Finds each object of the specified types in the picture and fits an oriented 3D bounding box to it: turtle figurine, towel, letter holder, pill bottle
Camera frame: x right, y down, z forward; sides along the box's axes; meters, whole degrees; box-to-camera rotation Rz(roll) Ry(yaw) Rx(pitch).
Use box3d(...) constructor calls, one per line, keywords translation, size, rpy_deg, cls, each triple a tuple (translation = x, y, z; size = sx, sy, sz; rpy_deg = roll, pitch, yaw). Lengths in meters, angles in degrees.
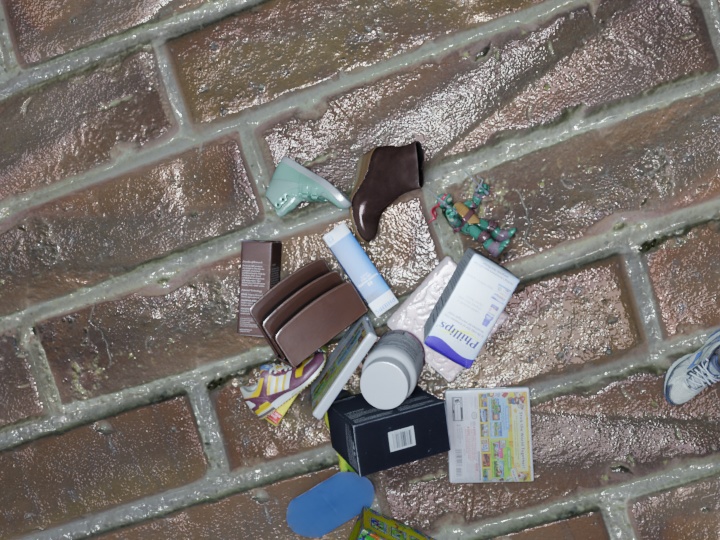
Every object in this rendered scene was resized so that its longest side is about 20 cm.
box3d(translation=(0.226, -0.118, 1.488), size=(0.199, 0.101, 0.150), rpy_deg=(39, 55, 2), cls="turtle figurine")
box3d(translation=(0.188, 0.104, 1.531), size=(0.191, 0.032, 0.200), rpy_deg=(43, 97, 2), cls="towel")
box3d(translation=(-0.110, 0.079, 1.476), size=(0.199, 0.100, 0.143), rpy_deg=(-36, 106, -18), cls="letter holder")
box3d(translation=(0.065, 0.199, 1.442), size=(0.112, 0.200, 0.115), rpy_deg=(3, 102, 13), cls="pill bottle")

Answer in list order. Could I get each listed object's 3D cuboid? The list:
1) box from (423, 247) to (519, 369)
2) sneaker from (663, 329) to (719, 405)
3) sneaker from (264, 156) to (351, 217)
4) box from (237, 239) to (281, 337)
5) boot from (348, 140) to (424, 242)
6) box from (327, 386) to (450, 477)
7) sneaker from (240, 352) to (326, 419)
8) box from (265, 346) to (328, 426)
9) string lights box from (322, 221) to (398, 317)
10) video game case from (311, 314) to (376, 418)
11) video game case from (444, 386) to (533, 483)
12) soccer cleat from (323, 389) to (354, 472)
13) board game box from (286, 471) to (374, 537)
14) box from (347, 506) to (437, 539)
box3d(translation=(0.215, 0.070, 1.419), size=(0.104, 0.184, 0.202), rpy_deg=(30, 97, 2), cls="box")
box3d(translation=(0.700, 0.197, 1.451), size=(0.077, 0.085, 0.200), rpy_deg=(42, 97, 3), cls="sneaker")
box3d(translation=(-0.115, -0.149, 1.519), size=(0.199, 0.074, 0.119), rpy_deg=(32, 92, 26), cls="sneaker")
box3d(translation=(-0.217, 0.036, 1.540), size=(0.074, 0.100, 0.203), rpy_deg=(5, 93, 6), cls="box")
box3d(translation=(0.057, -0.162, 1.479), size=(0.165, 0.072, 0.203), rpy_deg=(-2, 85, 43), cls="boot")
box3d(translation=(0.053, 0.314, 1.444), size=(0.197, 0.182, 0.106), rpy_deg=(-11, 99, -18), cls="box")
box3d(translation=(-0.164, 0.223, 1.504), size=(0.199, 0.075, 0.090), rpy_deg=(-40, 93, 5), cls="sneaker")
box3d(translation=(-0.154, 0.236, 1.566), size=(0.075, 0.050, 0.201), rpy_deg=(35, 96, 3), cls="box")
box3d(translation=(0.000, 0.000, 1.511), size=(0.059, 0.103, 0.201), rpy_deg=(-35, 89, 0), cls="string lights box")
box3d(translation=(-0.038, 0.191, 1.478), size=(0.023, 0.182, 0.201), rpy_deg=(34, 96, -10), cls="video game case")
box3d(translation=(0.277, 0.354, 1.537), size=(0.179, 0.023, 0.203), rpy_deg=(-3, 91, 7), cls="video game case")
box3d(translation=(-0.040, 0.354, 1.562), size=(0.083, 0.064, 0.203), rpy_deg=(2, 104, 44), cls="soccer cleat")
box3d(translation=(-0.070, 0.494, 1.548), size=(0.199, 0.039, 0.159), rpy_deg=(-31, 128, -1), cls="board game box")
box3d(translation=(0.050, 0.651, 1.518), size=(0.191, 0.122, 0.202), rpy_deg=(24, 95, -1), cls="box")
